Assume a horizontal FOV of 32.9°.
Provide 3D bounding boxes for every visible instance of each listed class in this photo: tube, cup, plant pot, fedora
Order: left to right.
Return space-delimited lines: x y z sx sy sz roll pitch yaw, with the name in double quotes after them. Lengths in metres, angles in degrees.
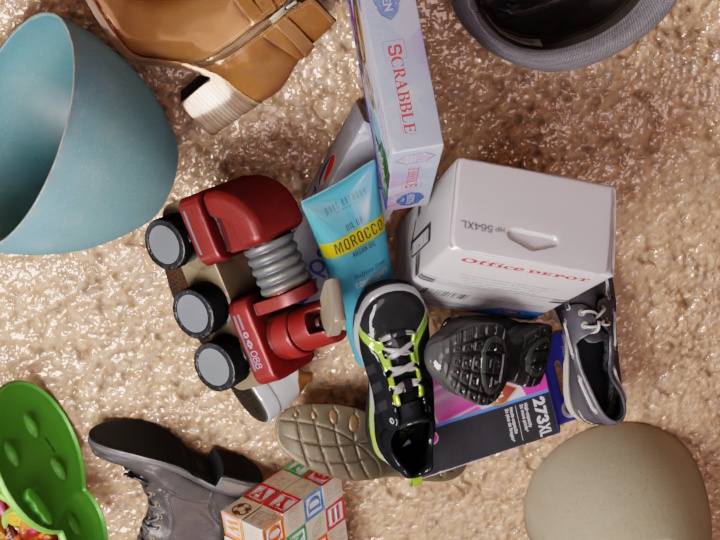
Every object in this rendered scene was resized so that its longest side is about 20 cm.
-0.235 -0.099 1.031 0.135 0.200 0.200 18 112 -39 "plant pot"
0.000 0.000 1.099 0.077 0.050 0.200 -34 131 -25 "tube"
0.172 -0.268 1.049 0.200 0.090 0.177 -29 112 13 "fedora"
0.285 0.281 1.274 0.200 0.143 0.201 -3 114 -6 "cup"

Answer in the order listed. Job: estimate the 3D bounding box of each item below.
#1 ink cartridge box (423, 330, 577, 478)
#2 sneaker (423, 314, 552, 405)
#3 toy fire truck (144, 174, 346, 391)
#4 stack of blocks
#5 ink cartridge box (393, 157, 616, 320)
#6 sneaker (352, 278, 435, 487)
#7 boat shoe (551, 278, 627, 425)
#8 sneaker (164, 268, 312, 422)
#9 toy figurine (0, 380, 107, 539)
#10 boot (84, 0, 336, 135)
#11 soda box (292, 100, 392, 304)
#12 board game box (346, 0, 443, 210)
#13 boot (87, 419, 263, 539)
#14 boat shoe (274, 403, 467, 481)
0.133 0.131 1.211 0.200 0.037 0.095 -16 96 -17 "ink cartridge box"
0.101 0.075 1.115 0.091 0.200 0.076 14 94 30 "sneaker"
-0.072 0.004 1.024 0.200 0.129 0.176 -17 96 37 "toy fire truck"
-0.069 0.309 1.254 0.115 0.059 0.200 -30 124 -41 "stack of blocks"
0.122 -0.021 1.087 0.146 0.200 0.084 9 74 -11 "ink cartridge box"
0.044 0.103 1.096 0.072 0.083 0.200 -16 120 -16 "sneaker"
0.230 0.056 1.193 0.073 0.063 0.200 -11 101 -18 "boat shoe"
-0.115 0.042 1.173 0.085 0.073 0.200 -38 109 -27 "sneaker"
-0.371 0.227 1.180 0.184 0.150 0.200 -22 110 15 "toy figurine"
-0.131 -0.226 1.035 0.155 0.077 0.200 -40 114 12 "boot"
-0.018 -0.050 1.134 0.068 0.063 0.200 25 108 -17 "soda box"
0.023 -0.165 0.974 0.041 0.200 0.200 -10 80 -2 "board game box"
-0.208 0.254 1.240 0.200 0.069 0.174 22 108 -18 "boot"
0.007 0.173 1.228 0.200 0.068 0.072 10 88 -16 "boat shoe"
